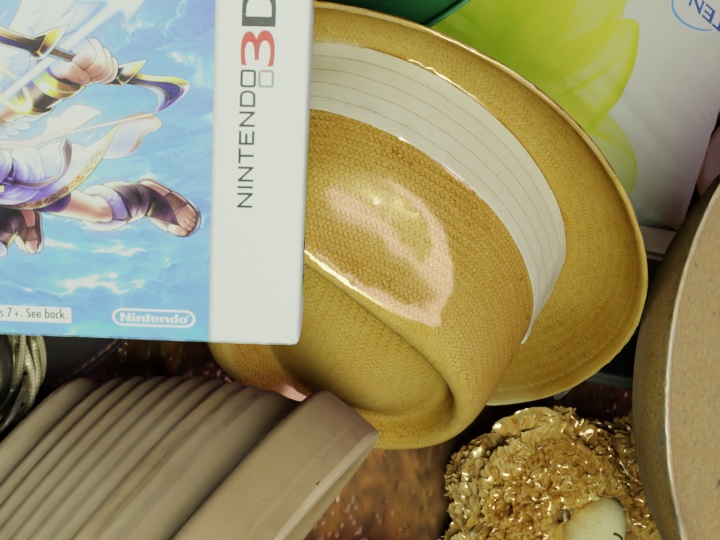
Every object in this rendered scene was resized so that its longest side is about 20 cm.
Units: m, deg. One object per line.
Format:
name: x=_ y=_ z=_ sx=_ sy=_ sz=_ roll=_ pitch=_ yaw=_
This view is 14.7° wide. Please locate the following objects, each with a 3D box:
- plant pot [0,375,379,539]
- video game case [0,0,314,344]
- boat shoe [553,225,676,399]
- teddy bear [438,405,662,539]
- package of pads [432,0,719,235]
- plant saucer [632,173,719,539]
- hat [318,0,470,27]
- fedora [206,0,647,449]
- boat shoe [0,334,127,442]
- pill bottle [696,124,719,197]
plant pot: x=-0.090 y=0.103 z=0.920 sx=0.093 sy=0.201 sz=0.201 roll=38 pitch=61 yaw=5
video game case: x=-0.113 y=-0.068 z=0.839 sx=0.199 sy=0.045 sz=0.182 roll=2 pitch=117 yaw=-1
boat shoe: x=0.076 y=0.020 z=1.087 sx=0.199 sy=0.070 sz=0.066 roll=10 pitch=49 yaw=-35
teddy bear: x=0.130 y=0.094 z=1.125 sx=0.200 sy=0.145 sz=0.067 roll=9 pitch=58 yaw=-47
package of pads: x=0.072 y=-0.116 z=1.103 sx=0.200 sy=0.068 sz=0.155 roll=33 pitch=70 yaw=-37
plant saucer: x=0.153 y=0.044 z=1.028 sx=0.200 sy=0.035 sz=0.201 roll=-1 pitch=91 yaw=-51
hat: x=-0.053 y=-0.170 z=0.910 sx=0.176 sy=0.199 sz=0.166 roll=26 pitch=52 yaw=-55
fedora: x=0.000 y=0.000 z=0.958 sx=0.201 sy=0.200 sz=0.082 roll=50 pitch=45 yaw=-31
boat shoe: x=-0.136 y=0.036 z=0.920 sx=0.200 sy=0.073 sz=0.075 roll=-31 pitch=112 yaw=-37
pill bottle: x=0.238 y=0.011 z=1.227 sx=0.111 sy=0.110 sz=0.200 roll=-50 pitch=122 yaw=-28
